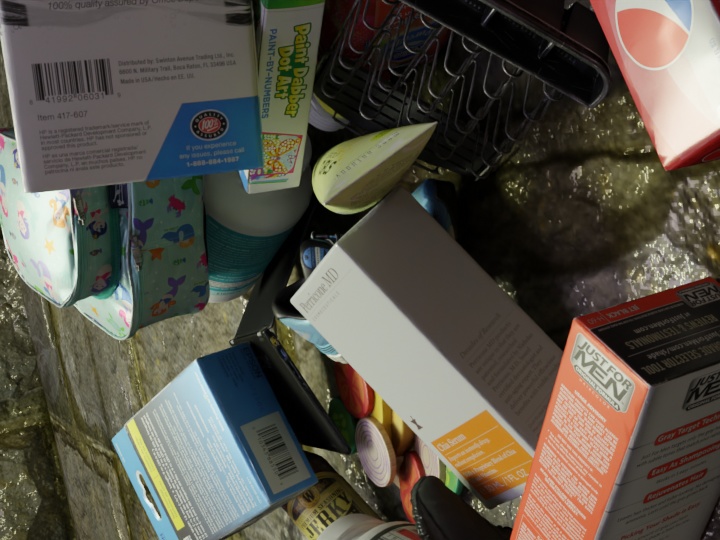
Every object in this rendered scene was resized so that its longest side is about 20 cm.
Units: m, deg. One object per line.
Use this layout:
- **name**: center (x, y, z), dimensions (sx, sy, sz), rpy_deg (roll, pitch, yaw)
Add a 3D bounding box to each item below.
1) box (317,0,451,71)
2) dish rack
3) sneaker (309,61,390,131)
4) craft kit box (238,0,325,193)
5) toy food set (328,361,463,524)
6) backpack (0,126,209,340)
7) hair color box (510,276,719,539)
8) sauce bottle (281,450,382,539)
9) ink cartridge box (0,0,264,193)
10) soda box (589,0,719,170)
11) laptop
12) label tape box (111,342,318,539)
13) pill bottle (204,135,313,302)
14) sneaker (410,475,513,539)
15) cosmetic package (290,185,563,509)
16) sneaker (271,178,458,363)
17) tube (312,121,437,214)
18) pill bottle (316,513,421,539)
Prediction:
- **box**: center (-0.007, -0.247, 0.716), dimensions (0.201, 0.095, 0.100), rpy_deg (67, 154, 17)
- **dish rack**: center (0.047, -0.117, 0.632), dimensions (0.200, 0.153, 0.055), rpy_deg (-48, 16, 59)
- **sneaker**: center (-0.021, -0.215, 0.797), dimensions (0.090, 0.078, 0.201), rpy_deg (-9, 100, 55)
- **craft kit box**: center (-0.078, -0.193, 0.705), dimensions (0.198, 0.048, 0.201), rpy_deg (99, 154, -50)
- **toy food set**: center (0.031, 0.108, 0.862), dimensions (0.200, 0.048, 0.199), rpy_deg (33, 130, 53)
- **backpack**: center (-0.206, -0.044, 0.843), dimensions (0.177, 0.150, 0.201), rpy_deg (25, 131, 44)
- **hair color box**: center (0.152, 0.109, 0.575), dimensions (0.061, 0.101, 0.201), rpy_deg (48, 141, 42)
- **sauce bottle**: center (-0.036, 0.220, 0.964), dimensions (0.200, 0.065, 0.065), rpy_deg (44, 143, 15)
- **ink cartridge box**: center (-0.143, -0.158, 0.620), dimensions (0.084, 0.145, 0.201), rpy_deg (-139, 44, -67)
- **soda box**: center (0.149, -0.155, 0.496), dimensions (0.070, 0.063, 0.201), rpy_deg (-43, 64, 60)
- **laptop**: center (-0.048, 0.053, 0.963), dimensions (0.200, 0.116, 0.187), rpy_deg (56, 163, -4)
- **label tape box**: center (-0.142, 0.176, 0.963), dimensions (0.200, 0.066, 0.144), rpy_deg (-41, 74, 45)
- **pill bottle**: center (-0.111, -0.060, 0.922), dimensions (0.200, 0.110, 0.111), rpy_deg (-48, 60, 53)
- **sneaker**: center (0.114, 0.204, 0.673), dimensions (0.200, 0.091, 0.076), rpy_deg (47, 175, 7)
- **cosmetic package**: center (0.057, 0.054, 0.679), dimensions (0.200, 0.071, 0.101), rpy_deg (46, 149, 3)
- **sneaker**: center (0.000, 0.000, 0.776), dimensions (0.200, 0.090, 0.079), rpy_deg (-46, 32, 39)
- **tube**: center (0.001, -0.064, 0.654), dimensions (0.200, 0.052, 0.058), rpy_deg (-152, 75, -83)
- **pill bottle**: center (0.048, 0.264, 0.805), dimensions (0.200, 0.115, 0.116), rpy_deg (11, 112, 52)
